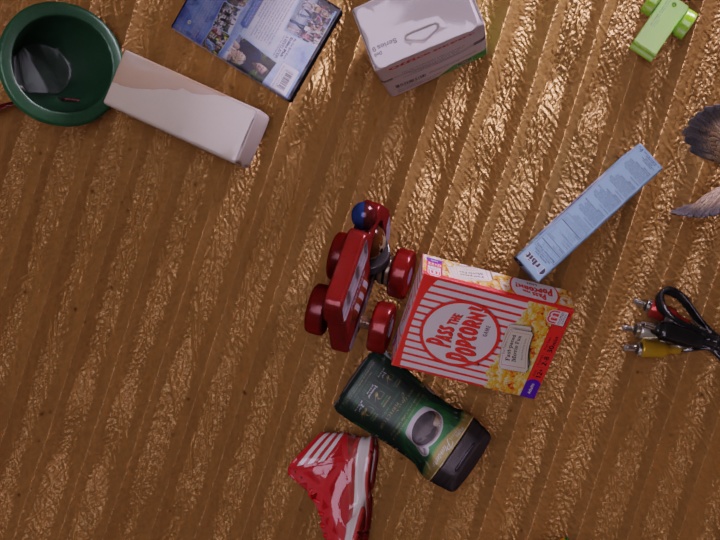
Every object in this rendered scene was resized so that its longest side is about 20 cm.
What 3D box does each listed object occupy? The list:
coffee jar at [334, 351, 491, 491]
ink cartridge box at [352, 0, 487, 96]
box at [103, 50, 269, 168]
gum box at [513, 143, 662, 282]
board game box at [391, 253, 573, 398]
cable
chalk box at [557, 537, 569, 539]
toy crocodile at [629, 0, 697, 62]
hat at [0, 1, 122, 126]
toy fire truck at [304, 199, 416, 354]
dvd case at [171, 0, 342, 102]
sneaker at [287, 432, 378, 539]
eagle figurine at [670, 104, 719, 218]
[{"bbox_3d":[0.070,0.197,1.504,0.199,0.085,0.105,37,84,5],"label":"coffee jar"},{"bbox_3d":[0.079,-0.298,1.441,0.144,0.200,0.085,-22,87,6],"label":"ink cartridge box"},{"bbox_3d":[-0.231,-0.214,1.533,0.198,0.095,0.079,24,93,4],"label":"box"},{"bbox_3d":[0.280,-0.068,1.436,0.200,0.170,0.045,-42,87,5],"label":"gum box"},{"bbox_3d":[0.153,0.074,1.460,0.197,0.047,0.153,13,125,-5],"label":"board game box"},{"bbox_3d":[0.442,0.088,1.495,0.197,0.050,0.098,20,76,-6],"label":"cable"},{"bbox_3d":[0.239,0.468,1.470,0.122,0.124,0.203,-16,90,7],"label":"chalk box"},{"bbox_3d":[0.415,-0.365,1.477,0.067,0.062,0.202,29,98,5],"label":"toy crocodile"},{"bbox_3d":[-0.452,-0.274,1.596,0.198,0.175,0.169,1,88,-31],"label":"hat"},{"bbox_3d":[0.000,0.000,1.454,0.111,0.169,0.202,16,63,10],"label":"toy fire truck"},{"bbox_3d":[-0.141,-0.342,1.558,0.199,0.018,0.144,32,94,6],"label":"dvd case"},{"bbox_3d":[-0.045,0.315,1.536,0.114,0.078,0.203,8,80,15],"label":"sneaker"},{"bbox_3d":[0.503,-0.115,1.434,0.197,0.152,0.153,18,113,1],"label":"eagle figurine"}]
